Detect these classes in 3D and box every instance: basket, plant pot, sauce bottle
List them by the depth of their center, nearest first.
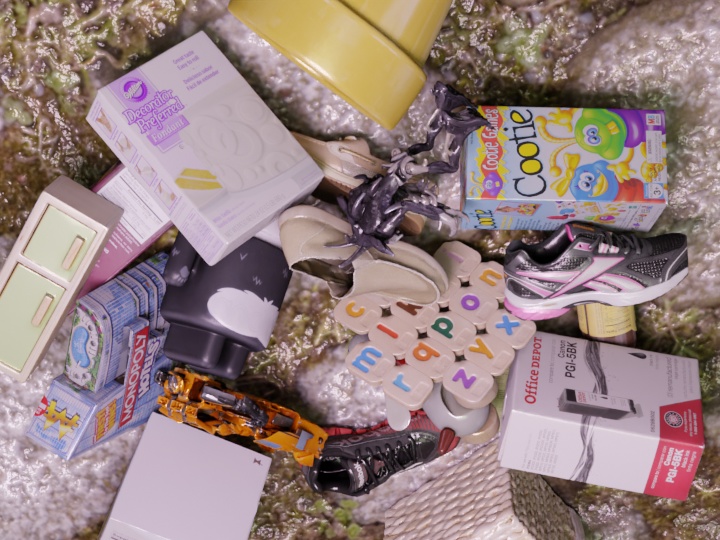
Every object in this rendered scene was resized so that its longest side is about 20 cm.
[{"bbox_3d":[0.005,-0.269,1.192,0.201,0.201,0.189,36,93,-12],"label":"plant pot"},{"bbox_3d":[0.275,0.053,1.374,0.065,0.065,0.200,-8,114,5],"label":"sauce bottle"},{"bbox_3d":[0.145,0.332,1.423,0.200,0.198,0.161,-34,105,15],"label":"basket"}]

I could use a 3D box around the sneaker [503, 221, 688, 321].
[{"bbox_3d":[0.241,-0.011,1.263,0.200,0.080,0.086,-15,119,0],"label":"sneaker"}]

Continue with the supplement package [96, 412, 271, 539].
[{"bbox_3d":[-0.216,0.297,1.412,0.150,0.152,0.200,23,135,-7],"label":"supplement package"}]

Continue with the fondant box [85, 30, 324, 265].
[{"bbox_3d":[-0.156,-0.126,1.244,0.200,0.144,0.058,49,146,4],"label":"fondant box"}]

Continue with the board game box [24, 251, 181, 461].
[{"bbox_3d":[-0.267,0.106,1.326,0.062,0.200,0.200,27,122,16],"label":"board game box"}]

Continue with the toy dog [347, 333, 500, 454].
[{"bbox_3d":[0.061,0.140,1.340,0.200,0.096,0.132,6,135,47],"label":"toy dog"}]

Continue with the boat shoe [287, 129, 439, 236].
[{"bbox_3d":[-0.013,-0.108,1.320,0.200,0.072,0.065,26,69,6],"label":"boat shoe"}]

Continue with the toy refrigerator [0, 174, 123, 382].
[{"bbox_3d":[-0.326,0.010,1.255,0.076,0.070,0.200,31,109,-6],"label":"toy refrigerator"}]

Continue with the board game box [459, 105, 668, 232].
[{"bbox_3d":[0.206,-0.104,1.269,0.200,0.105,0.103,1,75,1],"label":"board game box"}]

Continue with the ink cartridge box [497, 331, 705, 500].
[{"bbox_3d":[0.255,0.150,1.309,0.200,0.147,0.083,10,126,5],"label":"ink cartridge box"}]

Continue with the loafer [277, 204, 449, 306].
[{"bbox_3d":[0.000,0.000,1.274,0.200,0.068,0.076,22,149,-20],"label":"loafer"}]

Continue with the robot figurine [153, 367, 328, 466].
[{"bbox_3d":[-0.138,0.161,1.369,0.200,0.145,0.058,27,78,-41],"label":"robot figurine"}]

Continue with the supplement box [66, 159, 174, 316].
[{"bbox_3d":[-0.271,-0.050,1.325,0.200,0.110,0.086,-39,103,16],"label":"supplement box"}]

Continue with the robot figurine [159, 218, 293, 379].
[{"bbox_3d":[-0.141,0.011,1.313,0.125,0.150,0.200,19,79,-3],"label":"robot figurine"}]

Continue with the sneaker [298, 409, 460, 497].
[{"bbox_3d":[0.021,0.217,1.433,0.200,0.098,0.071,-11,110,6],"label":"sneaker"}]

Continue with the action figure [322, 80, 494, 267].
[{"bbox_3d":[0.054,-0.079,1.204,0.102,0.119,0.200,26,108,-36],"label":"action figure"}]

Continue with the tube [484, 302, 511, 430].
[{"bbox_3d":[0.173,0.099,1.408,0.058,0.052,0.200,14,126,42],"label":"tube"}]

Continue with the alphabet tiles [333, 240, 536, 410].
[{"bbox_3d":[0.078,0.056,1.317,0.195,0.200,0.015,30,153,24],"label":"alphabet tiles"}]
